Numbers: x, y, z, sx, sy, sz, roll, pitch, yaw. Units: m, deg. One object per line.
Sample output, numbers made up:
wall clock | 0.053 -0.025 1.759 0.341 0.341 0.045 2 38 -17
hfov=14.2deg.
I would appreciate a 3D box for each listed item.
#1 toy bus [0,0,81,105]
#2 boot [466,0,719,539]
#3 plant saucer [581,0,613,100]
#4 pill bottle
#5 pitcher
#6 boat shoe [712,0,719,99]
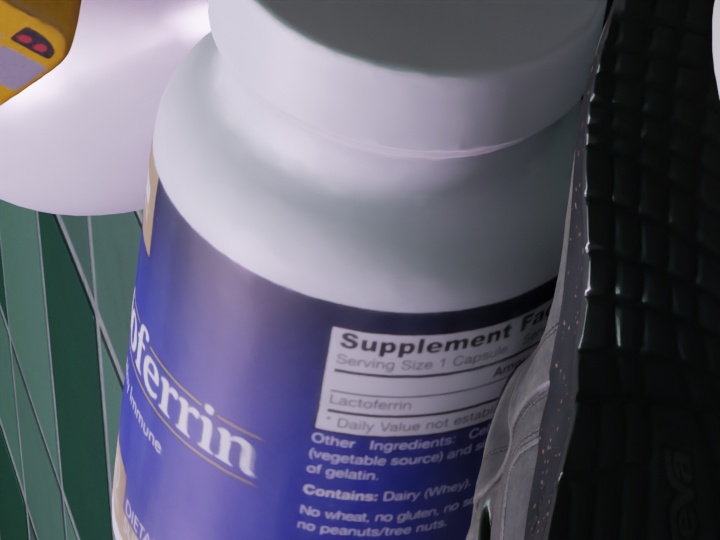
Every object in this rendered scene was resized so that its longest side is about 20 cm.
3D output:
toy bus | -0.112 -0.142 0.819 0.078 0.065 0.200 -29 45 43
boot | 0.057 0.012 0.652 0.131 0.068 0.201 139 148 -73
plant saucer | 0.064 -0.002 0.793 0.200 0.034 0.201 178 90 -76
pill bottle | 0.000 0.000 0.746 0.116 0.115 0.200 -113 25 -46
pitcher | -0.051 -0.057 0.878 0.200 0.121 0.172 -7 99 46
boat shoe | 0.126 -0.012 0.519 0.201 0.070 0.072 -110 34 -40
